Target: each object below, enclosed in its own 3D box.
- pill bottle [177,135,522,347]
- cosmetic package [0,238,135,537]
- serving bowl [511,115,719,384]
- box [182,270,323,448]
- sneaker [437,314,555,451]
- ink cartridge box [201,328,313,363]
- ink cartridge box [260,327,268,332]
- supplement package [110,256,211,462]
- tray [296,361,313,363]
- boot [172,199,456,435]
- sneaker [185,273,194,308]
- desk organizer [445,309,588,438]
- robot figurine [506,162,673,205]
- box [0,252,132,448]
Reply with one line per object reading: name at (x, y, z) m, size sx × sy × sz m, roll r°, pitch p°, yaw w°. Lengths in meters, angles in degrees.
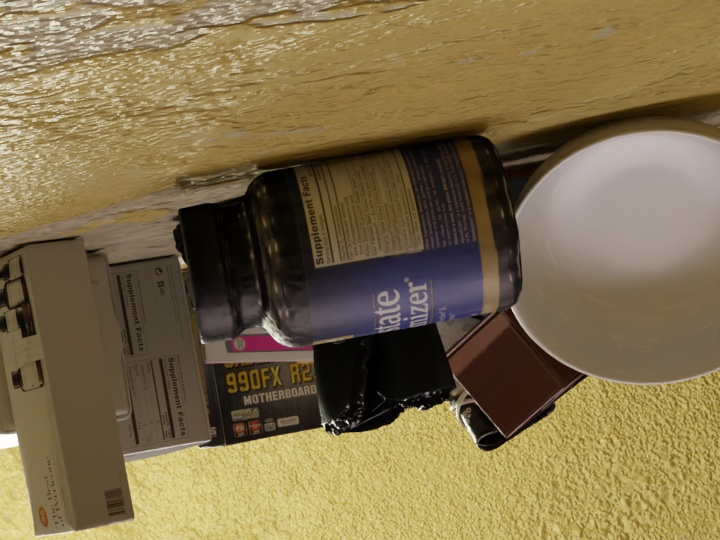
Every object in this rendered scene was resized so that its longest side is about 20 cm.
pill bottle at (-0.008, -0.014, 1.260) m, size 0.199 × 0.112 × 0.112 m, roll -10°, pitch 175°, yaw -4°
cosmetic package at (-0.214, 0.084, 1.438) m, size 0.051 × 0.201 × 0.083 m, roll -9°, pitch 175°, yaw -29°
serving bowl at (0.194, -0.023, 1.365) m, size 0.200 × 0.200 × 0.066 m, roll -11°, pitch -148°, yaw 11°
box at (-0.066, 0.068, 1.844) m, size 0.200 × 0.159 × 0.048 m, roll -6°, pitch 176°, yaw -37°
sneaker at (0.069, 0.078, 1.623) m, size 0.200 × 0.116 × 0.076 m, roll 8°, pitch 138°, yaw -16°
ink cartridge box at (-0.014, 0.042, 1.557) m, size 0.199 × 0.037 × 0.095 m, roll -4°, pitch -170°, yaw 16°
ink cartridge box at (0.000, 0.000, 1.575) m, size 0.196 × 0.043 × 0.200 m, roll -9°, pitch -171°, yaw -11°
supplement package at (-0.210, 0.085, 1.726) m, size 0.111 × 0.156 × 0.200 m, roll -10°, pitch 175°, yaw -16°
tray at (0.042, 0.027, 1.685) m, size 0.199 × 0.037 × 0.099 m, roll -4°, pitch 139°, yaw 2°
boot at (-0.035, 0.030, 1.380) m, size 0.200 × 0.169 × 0.076 m, roll -13°, pitch 173°, yaw 33°
sneaker at (-0.070, 0.005, 1.733) m, size 0.080 × 0.078 × 0.200 m, roll -38°, pitch 164°, yaw 37°
desk organizer at (0.144, 0.053, 1.554) m, size 0.072 × 0.077 × 0.200 m, roll -44°, pitch 171°, yaw 29°
robot figurine at (0.165, -0.057, 1.457) m, size 0.199 × 0.058 × 0.145 m, roll -10°, pitch 176°, yaw 0°
box at (-0.272, 0.069, 1.571) m, size 0.109 × 0.128 × 0.200 m, roll -7°, pitch 173°, yaw -31°
